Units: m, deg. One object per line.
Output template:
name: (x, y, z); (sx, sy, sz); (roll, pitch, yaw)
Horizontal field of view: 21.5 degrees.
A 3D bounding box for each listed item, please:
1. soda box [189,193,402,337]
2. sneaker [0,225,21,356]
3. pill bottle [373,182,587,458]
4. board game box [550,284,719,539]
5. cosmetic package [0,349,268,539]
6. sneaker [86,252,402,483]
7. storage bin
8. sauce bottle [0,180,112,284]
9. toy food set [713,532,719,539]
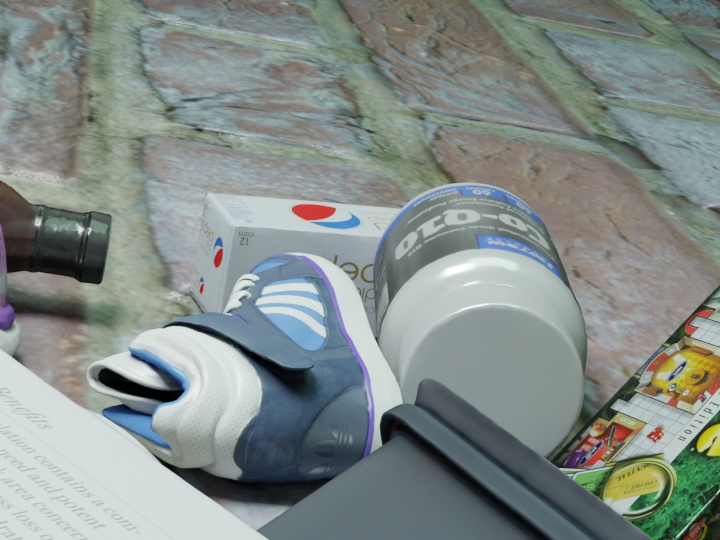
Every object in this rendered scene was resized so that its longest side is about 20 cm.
soda box: (0.000, 0.000, 1.169); (0.198, 0.069, 0.064); (4, 19, -23)
sneaker: (-0.271, -0.011, 0.988); (0.198, 0.089, 0.081); (10, 17, -4)
pill bottle: (0.064, 0.030, 1.043); (0.113, 0.115, 0.200); (10, 17, -5)
board game box: (0.178, 0.065, 0.937); (0.200, 0.024, 0.104); (-44, 34, -18)
cosmetic package: (-0.153, 0.130, 0.507); (0.199, 0.168, 0.167); (-7, 26, -44)
sneaker: (-0.073, 0.040, 0.976); (0.145, 0.081, 0.200); (9, 23, -24)
storage bin: (0.027, 0.153, 0.641); (0.134, 0.147, 0.200); (-26, 33, -19)
sauce bottle: (-0.240, -0.029, 1.061); (0.198, 0.067, 0.066); (8, 18, -8)
toy food set: (0.229, 0.155, 0.856); (0.142, 0.061, 0.200); (12, 18, 1)
